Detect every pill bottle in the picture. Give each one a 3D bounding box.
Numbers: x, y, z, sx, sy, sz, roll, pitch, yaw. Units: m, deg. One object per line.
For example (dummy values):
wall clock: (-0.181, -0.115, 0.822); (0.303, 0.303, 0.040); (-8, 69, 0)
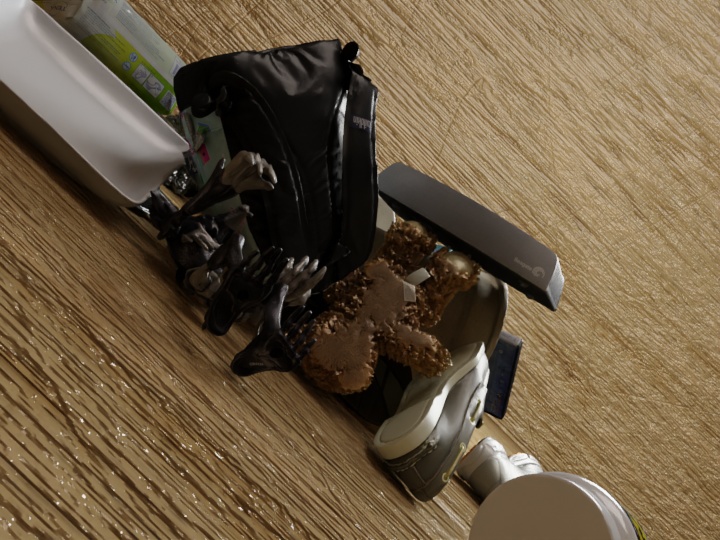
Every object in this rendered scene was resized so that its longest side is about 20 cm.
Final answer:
pill bottle: (0.147, 0.208, 0.614); (0.114, 0.114, 0.200); (44, 1, 30)

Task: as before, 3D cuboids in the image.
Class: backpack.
backpack: (-0.066, -0.080, 0.721); (0.126, 0.165, 0.204); (6, -70, 59)

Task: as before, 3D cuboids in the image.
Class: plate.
plate: (-0.229, -0.132, 0.667); (0.199, 0.032, 0.200); (42, 15, -11)

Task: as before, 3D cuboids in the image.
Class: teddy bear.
teddy bear: (0.022, 0.036, 0.763); (0.143, 0.202, 0.067); (23, -32, 5)

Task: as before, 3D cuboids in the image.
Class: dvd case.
dvd case: (0.102, 0.097, 1.079); (0.198, 0.018, 0.144); (25, -41, 21)

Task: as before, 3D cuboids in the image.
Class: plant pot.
plant pot: (0.025, 0.041, 0.914); (0.182, 0.202, 0.200); (32, 4, -14)

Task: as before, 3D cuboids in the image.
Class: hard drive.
hard drive: (0.110, -0.034, 0.842); (0.199, 0.043, 0.135); (33, -1, 21)

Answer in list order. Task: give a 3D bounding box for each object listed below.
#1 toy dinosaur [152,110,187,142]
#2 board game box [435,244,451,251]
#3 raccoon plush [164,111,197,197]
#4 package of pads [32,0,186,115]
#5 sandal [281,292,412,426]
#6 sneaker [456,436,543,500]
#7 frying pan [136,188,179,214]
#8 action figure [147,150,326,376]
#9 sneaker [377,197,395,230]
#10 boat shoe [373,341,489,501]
toy dinosaur: (-0.215, -0.132, 0.816); (0.199, 0.078, 0.102); (34, 4, 17)
board game box: (0.070, 0.054, 1.126); (0.149, 0.047, 0.202); (11, -49, 37)
raccoon plush: (-0.223, -0.189, 1.070); (0.200, 0.134, 0.097); (45, 3, 33)
package of pads: (-0.290, -0.242, 0.899); (0.198, 0.069, 0.154); (17, -19, 39)
sandal: (-0.032, 0.066, 0.808); (0.199, 0.082, 0.055); (37, -21, 3)
sneaker: (0.187, 0.272, 1.036); (0.199, 0.076, 0.092); (31, 19, -51)
frying pan: (-0.189, -0.066, 0.745); (0.190, 0.031, 0.115); (42, 3, 5)
action figure: (-0.082, -0.009, 0.596); (0.120, 0.101, 0.200); (58, -6, -31)
sneaker: (0.000, 0.000, 1.031); (0.074, 0.204, 0.088); (-1, 18, -24)
boat shoe: (0.073, 0.124, 0.749); (0.061, 0.071, 0.202); (59, 30, -6)
